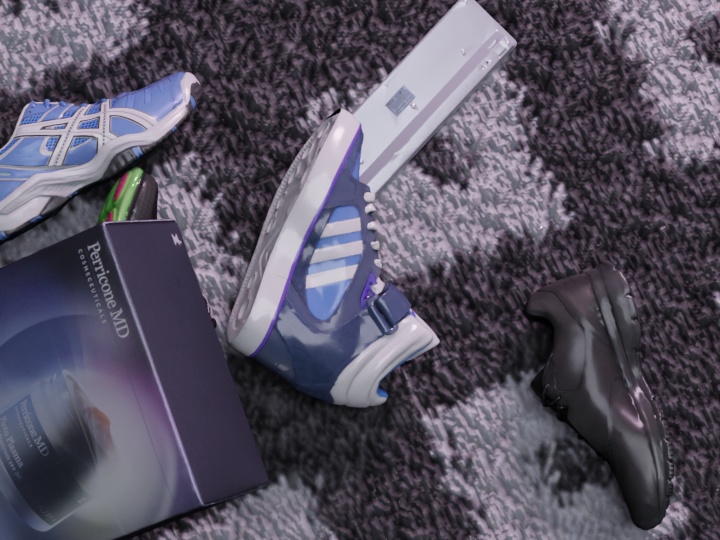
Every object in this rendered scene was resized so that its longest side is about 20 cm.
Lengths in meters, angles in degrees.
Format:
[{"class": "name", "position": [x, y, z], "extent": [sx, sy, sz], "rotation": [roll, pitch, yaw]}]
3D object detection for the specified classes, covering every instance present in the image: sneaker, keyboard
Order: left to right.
[{"class": "sneaker", "position": [-0.204, -0.095, 1.699], "extent": [0.199, 0.076, 0.077], "rotation": [-31, 92, -15]}, {"class": "sneaker", "position": [-0.148, 0.026, 1.697], "extent": [0.083, 0.077, 0.202], "rotation": [-6, 91, -19]}, {"class": "sneaker", "position": [0.000, 0.000, 1.725], "extent": [0.146, 0.080, 0.201], "rotation": [27, 74, -16]}, {"class": "keyboard", "position": [0.036, -0.123, 1.785], "extent": [0.056, 0.011, 0.200], "rotation": [42, 75, 4]}, {"class": "sneaker", "position": [0.176, 0.098, 1.749], "extent": [0.090, 0.076, 0.202], "rotation": [-15, 76, -3]}]

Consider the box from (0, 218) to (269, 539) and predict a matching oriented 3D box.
[{"class": "box", "position": [-0.198, 0.091, 1.603], "extent": [0.197, 0.123, 0.201], "rotation": [-23, 84, 19]}]
